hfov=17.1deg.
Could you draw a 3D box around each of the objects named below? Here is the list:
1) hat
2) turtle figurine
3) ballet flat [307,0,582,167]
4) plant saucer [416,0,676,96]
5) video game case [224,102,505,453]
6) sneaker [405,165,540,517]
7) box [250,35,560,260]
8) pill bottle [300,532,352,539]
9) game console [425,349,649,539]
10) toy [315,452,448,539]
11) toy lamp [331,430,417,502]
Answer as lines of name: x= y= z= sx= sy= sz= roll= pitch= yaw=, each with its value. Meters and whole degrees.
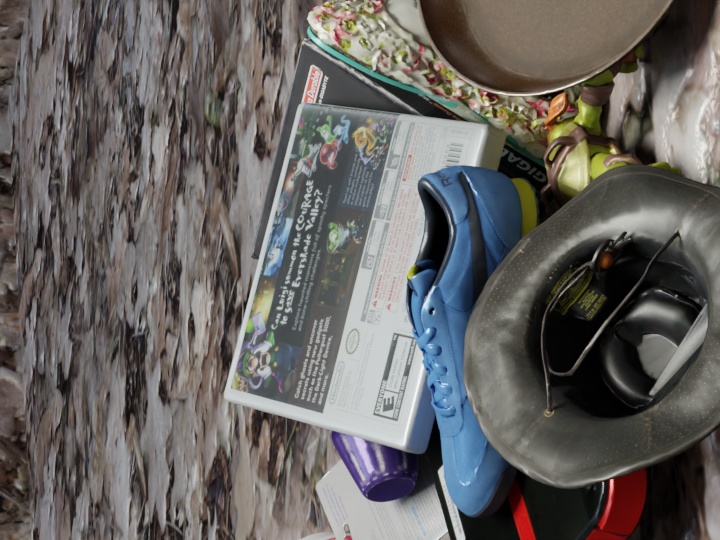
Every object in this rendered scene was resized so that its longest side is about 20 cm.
hat: x=0.151 y=0.044 z=1.277 sx=0.200 sy=0.081 sz=0.202 roll=-26 pitch=45 yaw=29
turtle figurine: x=0.140 y=-0.063 z=1.400 sx=0.161 sy=0.064 sz=0.202 roll=-119 pitch=36 yaw=-62
ballet flat: x=0.064 y=-0.130 z=1.477 sx=0.064 sy=0.199 sz=0.076 roll=-56 pitch=20 yaw=21
plant saucer: x=0.120 y=-0.192 z=1.397 sx=0.199 sy=0.032 sz=0.202 roll=-14 pitch=66 yaw=34
video game case: x=0.000 y=0.000 z=1.495 sx=0.181 sy=0.023 sz=0.202 roll=11 pitch=86 yaw=48
sneaker: x=0.053 y=0.040 z=1.379 sx=0.066 sy=0.078 sz=0.202 roll=6 pitch=93 yaw=61
box: x=0.029 y=-0.037 z=1.603 sx=0.198 sy=0.050 sz=0.201 roll=34 pitch=134 yaw=18
pill bottle: x=-0.002 y=0.255 z=1.754 sx=0.200 sy=0.108 sz=0.110 roll=-153 pitch=67 yaw=-72
game console: x=0.095 y=0.099 z=1.403 sx=0.177 sy=0.031 sz=0.201 roll=-57 pitch=38 yaw=44
toy: x=0.066 y=0.118 z=1.517 sx=0.200 sy=0.047 sz=0.115 roll=-46 pitch=36 yaw=18
toy lamp: x=-0.003 y=0.053 z=1.539 sx=0.058 sy=0.058 sz=0.201 roll=114 pitch=148 yaw=-51
